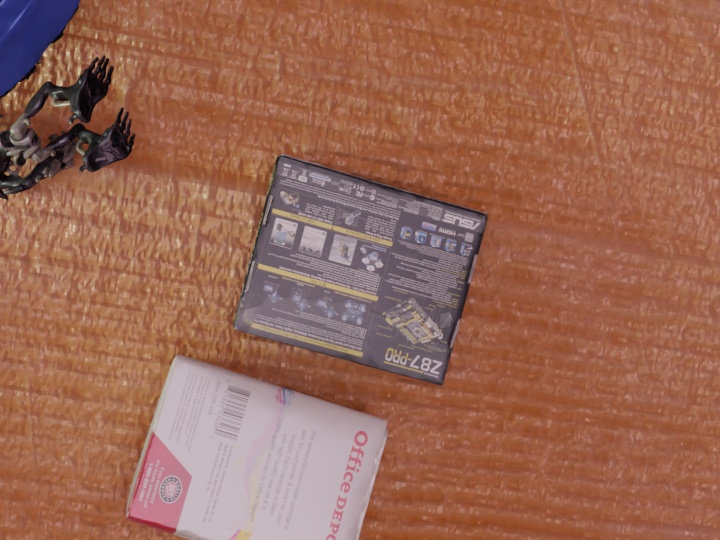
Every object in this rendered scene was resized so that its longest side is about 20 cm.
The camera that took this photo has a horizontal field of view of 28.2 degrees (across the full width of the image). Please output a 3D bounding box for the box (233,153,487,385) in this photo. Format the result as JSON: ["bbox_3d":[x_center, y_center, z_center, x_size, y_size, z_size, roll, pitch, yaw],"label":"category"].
[{"bbox_3d":[0.000,0.000,1.287,0.197,0.049,0.164,15,89,-7],"label":"box"}]

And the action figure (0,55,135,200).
[{"bbox_3d":[-0.283,-0.124,1.222,0.198,0.103,0.120,-4,128,31],"label":"action figure"}]

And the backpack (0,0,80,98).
[{"bbox_3d":[-0.337,-0.236,1.144,0.200,0.168,0.163,40,93,33],"label":"backpack"}]

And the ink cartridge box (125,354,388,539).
[{"bbox_3d":[-0.092,0.174,1.257,0.198,0.086,0.150,19,80,-8],"label":"ink cartridge box"}]
